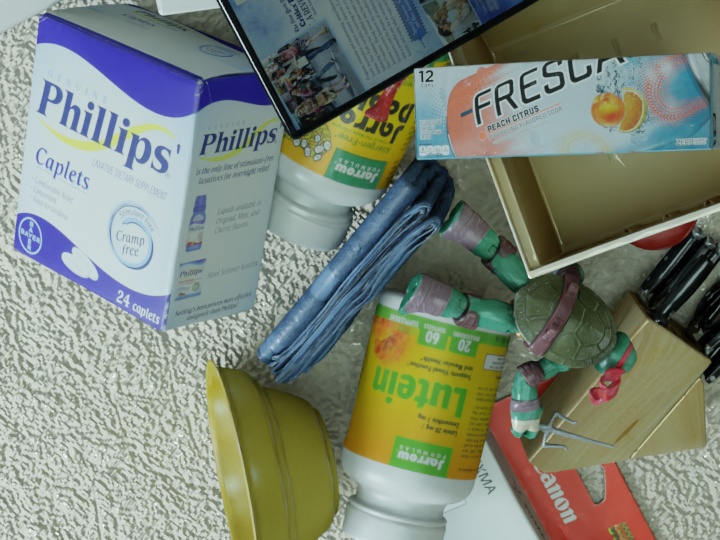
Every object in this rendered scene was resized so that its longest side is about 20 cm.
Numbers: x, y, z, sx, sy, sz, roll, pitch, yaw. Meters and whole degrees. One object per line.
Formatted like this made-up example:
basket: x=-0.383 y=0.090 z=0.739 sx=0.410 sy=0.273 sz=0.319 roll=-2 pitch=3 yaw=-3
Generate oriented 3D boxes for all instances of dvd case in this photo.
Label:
dvd case: x=0.008 y=-0.194 z=1.086 sx=0.200 sy=0.018 sz=0.143 roll=-30 pitch=116 yaw=-5

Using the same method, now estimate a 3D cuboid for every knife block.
knife block: x=0.221 y=0.061 z=1.327 sx=0.200 sy=0.064 sz=0.176 roll=-9 pitch=110 yaw=-2

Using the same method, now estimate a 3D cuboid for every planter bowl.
planter bowl: x=-0.067 y=0.165 z=1.354 sx=0.083 sy=0.200 sz=0.201 roll=-10 pitch=110 yaw=-11

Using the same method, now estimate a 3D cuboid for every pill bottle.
pill bottle: x=-0.013 y=-0.121 z=1.271 sx=0.113 sy=0.113 sz=0.200 roll=25 pitch=111 yaw=-4
pill bottle: x=0.047 y=0.122 z=1.326 sx=0.111 sy=0.111 sz=0.200 roll=13 pitch=92 yaw=1

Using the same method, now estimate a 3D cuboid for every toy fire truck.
toy fire truck: x=0.220 y=-0.123 z=1.247 sx=0.200 sy=0.112 sz=0.168 roll=-37 pitch=102 yaw=17

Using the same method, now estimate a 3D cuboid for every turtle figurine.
turtle figurine: x=0.137 y=0.038 z=1.244 sx=0.200 sy=0.150 sz=0.101 roll=32 pitch=148 yaw=-6

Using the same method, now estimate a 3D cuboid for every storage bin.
storage bin: x=0.187 y=-0.124 z=1.160 sx=0.200 sy=0.094 sz=0.199 roll=-20 pitch=89 yaw=20

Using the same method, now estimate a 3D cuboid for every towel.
towel: x=0.000 y=0.000 z=1.310 sx=0.049 sy=0.112 sz=0.200 roll=39 pitch=113 yaw=-2

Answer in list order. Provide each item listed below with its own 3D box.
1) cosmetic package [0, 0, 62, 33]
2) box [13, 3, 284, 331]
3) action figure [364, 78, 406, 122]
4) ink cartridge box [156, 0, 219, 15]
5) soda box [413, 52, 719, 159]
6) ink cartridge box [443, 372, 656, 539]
cosmetic package: x=-0.287 y=-0.239 z=1.270 sx=0.200 sy=0.085 sz=0.108 roll=-24 pitch=106 yaw=13
box: x=-0.163 y=-0.083 z=1.259 sx=0.184 sy=0.105 sz=0.200 roll=25 pitch=115 yaw=34
action figure: x=0.041 y=-0.203 z=1.152 sx=0.065 sy=0.052 sz=0.200 roll=33 pitch=104 yaw=17
ink cartridge box: x=-0.066 y=-0.254 z=1.182 sx=0.144 sy=0.200 sz=0.084 roll=-7 pitch=112 yaw=8
soda box: x=0.138 y=-0.108 z=1.092 sx=0.200 sy=0.068 sz=0.064 roll=-1 pitch=94 yaw=20
ink cartridge box: x=0.141 y=0.207 z=1.414 sx=0.173 sy=0.044 sz=0.200 roll=-25 pitch=106 yaw=15
